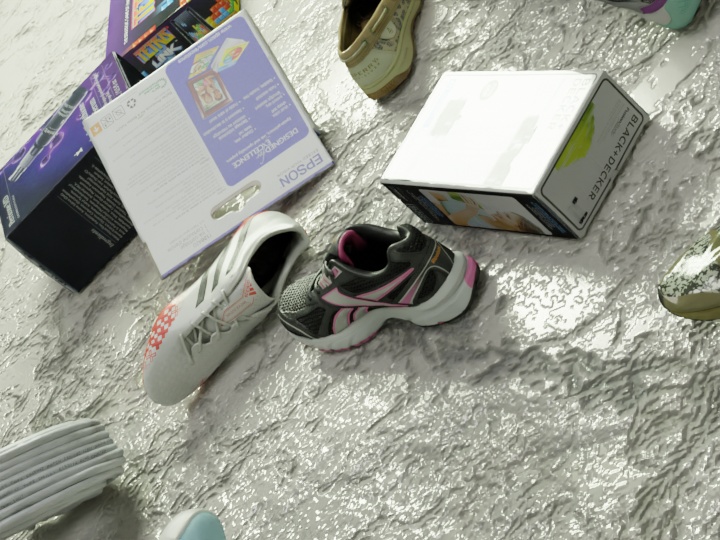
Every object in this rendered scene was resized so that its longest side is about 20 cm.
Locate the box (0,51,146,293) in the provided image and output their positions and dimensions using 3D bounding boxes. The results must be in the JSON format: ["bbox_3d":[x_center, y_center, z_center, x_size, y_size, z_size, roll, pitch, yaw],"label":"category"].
[{"bbox_3d":[-0.275,-0.102,1.894,0.200,0.104,0.148,-45,31,7],"label":"box"}]

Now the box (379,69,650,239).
[{"bbox_3d":[0.116,-0.094,1.418,0.200,0.060,0.117,11,65,56],"label":"box"}]

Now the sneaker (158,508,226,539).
[{"bbox_3d":[-0.108,0.261,1.322,0.082,0.074,0.201,-17,51,30],"label":"sneaker"}]

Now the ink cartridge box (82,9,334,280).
[{"bbox_3d":[-0.142,-0.115,1.731,0.197,0.047,0.201,-33,66,6],"label":"ink cartridge box"}]

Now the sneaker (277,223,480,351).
[{"bbox_3d":[0.000,0.000,1.441,0.199,0.086,0.081,-18,41,43],"label":"sneaker"}]

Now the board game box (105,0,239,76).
[{"bbox_3d":[-0.216,-0.313,2.096,0.165,0.057,0.201,-35,33,21],"label":"board game box"}]

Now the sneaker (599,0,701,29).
[{"bbox_3d":[0.175,-0.262,1.437,0.078,0.139,0.200,-68,26,16],"label":"sneaker"}]

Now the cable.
[{"bbox_3d":[-0.294,0.187,1.547,0.199,0.070,0.200,-28,-5,21],"label":"cable"}]

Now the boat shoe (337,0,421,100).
[{"bbox_3d":[0.013,-0.244,1.714,0.073,0.063,0.201,-35,33,25],"label":"boat shoe"}]

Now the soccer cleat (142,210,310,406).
[{"bbox_3d":[-0.116,0.032,1.579,0.200,0.069,0.085,-53,26,-14],"label":"soccer cleat"}]

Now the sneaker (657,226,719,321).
[{"bbox_3d":[0.260,-0.048,1.153,0.200,0.089,0.077,-38,33,20],"label":"sneaker"}]
